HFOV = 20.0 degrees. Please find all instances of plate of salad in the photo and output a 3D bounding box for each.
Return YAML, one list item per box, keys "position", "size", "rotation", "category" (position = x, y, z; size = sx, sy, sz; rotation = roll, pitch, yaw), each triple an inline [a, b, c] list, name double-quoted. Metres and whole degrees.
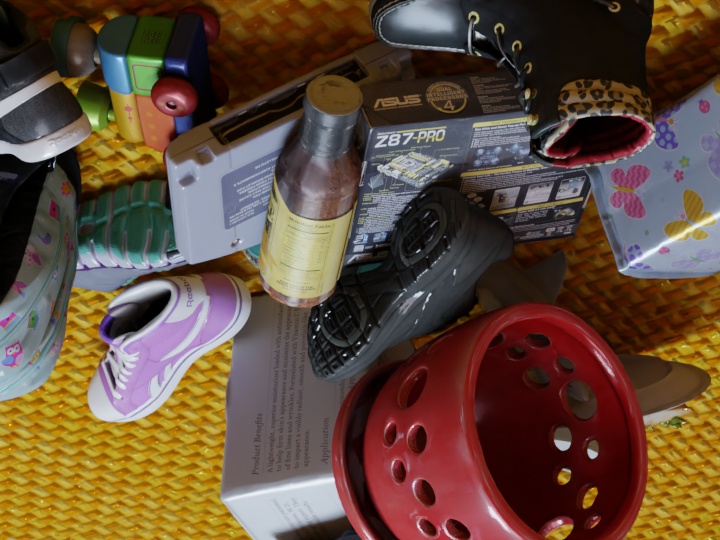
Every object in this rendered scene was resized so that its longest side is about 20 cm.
- position: [0.199, 0.113, 1.739]
  size: [0.200, 0.200, 0.048]
  rotation: [-7, 101, 12]
  category: "plate of salad"

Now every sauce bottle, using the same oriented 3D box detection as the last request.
- position: [-0.032, -0.057, 1.467]
  size: [0.066, 0.066, 0.200]
  rotation: [7, 137, -7]
  category: "sauce bottle"

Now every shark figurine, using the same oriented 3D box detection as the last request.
- position: [0.124, 0.001, 1.685]
  size: [0.089, 0.128, 0.215]
  rotation: [-40, 105, 3]
  category: "shark figurine"

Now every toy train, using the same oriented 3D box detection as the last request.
- position: [-0.161, -0.112, 1.521]
  size: [0.115, 0.085, 0.200]
  rotation: [8, 145, 8]
  category: "toy train"

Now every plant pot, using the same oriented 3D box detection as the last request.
- position: [0.093, 0.143, 1.576]
  size: [0.200, 0.201, 0.182]
  rotation: [27, 146, -31]
  category: "plant pot"

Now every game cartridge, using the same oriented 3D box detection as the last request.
- position: [-0.051, -0.083, 1.509]
  size: [0.200, 0.041, 0.133]
  rotation: [-27, 146, -19]
  category: "game cartridge"

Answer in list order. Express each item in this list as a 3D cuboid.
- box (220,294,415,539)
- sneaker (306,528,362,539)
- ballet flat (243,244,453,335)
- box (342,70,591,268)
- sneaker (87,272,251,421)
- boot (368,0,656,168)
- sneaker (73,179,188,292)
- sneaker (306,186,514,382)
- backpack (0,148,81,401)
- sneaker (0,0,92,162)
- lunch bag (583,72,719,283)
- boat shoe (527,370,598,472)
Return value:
- position: [-0.021, 0.147, 1.762]
  size: [0.130, 0.199, 0.200]
  rotation: [-10, 143, 17]
  category: "box"
- position: [0.035, 0.275, 1.702]
  size: [0.146, 0.077, 0.202]
  rotation: [-20, 138, 31]
  category: "sneaker"
- position: [0.000, 0.000, 1.638]
  size: [0.200, 0.068, 0.075]
  rotation: [21, 179, 22]
  category: "ballet flat"
- position: [0.082, -0.078, 1.530]
  size: [0.200, 0.049, 0.161]
  rotation: [-8, 145, -16]
  category: "box"
- position: [-0.196, 0.062, 1.734]
  size: [0.114, 0.073, 0.200]
  rotation: [1, 144, -49]
  category: "sneaker"
- position: [0.105, -0.144, 1.397]
  size: [0.203, 0.154, 0.074]
  rotation: [-4, 144, 7]
  category: "boot"
- position: [-0.185, -0.022, 1.660]
  size: [0.200, 0.075, 0.088]
  rotation: [-4, 156, 25]
  category: "sneaker"
- position: [0.038, 0.023, 1.539]
  size: [0.091, 0.076, 0.200]
  rotation: [18, 133, -39]
  category: "sneaker"
- position: [-0.290, -0.001, 1.566]
  size: [0.167, 0.200, 0.127]
  rotation: [-15, 138, 19]
  category: "backpack"
- position: [-0.266, -0.143, 1.477]
  size: [0.200, 0.073, 0.112]
  rotation: [7, 124, 55]
  category: "sneaker"
- position: [0.295, -0.069, 1.510]
  size: [0.169, 0.127, 0.200]
  rotation: [-31, 161, 37]
  category: "lunch bag"
- position: [0.156, 0.142, 1.859]
  size: [0.200, 0.071, 0.064]
  rotation: [27, 136, -33]
  category: "boat shoe"
